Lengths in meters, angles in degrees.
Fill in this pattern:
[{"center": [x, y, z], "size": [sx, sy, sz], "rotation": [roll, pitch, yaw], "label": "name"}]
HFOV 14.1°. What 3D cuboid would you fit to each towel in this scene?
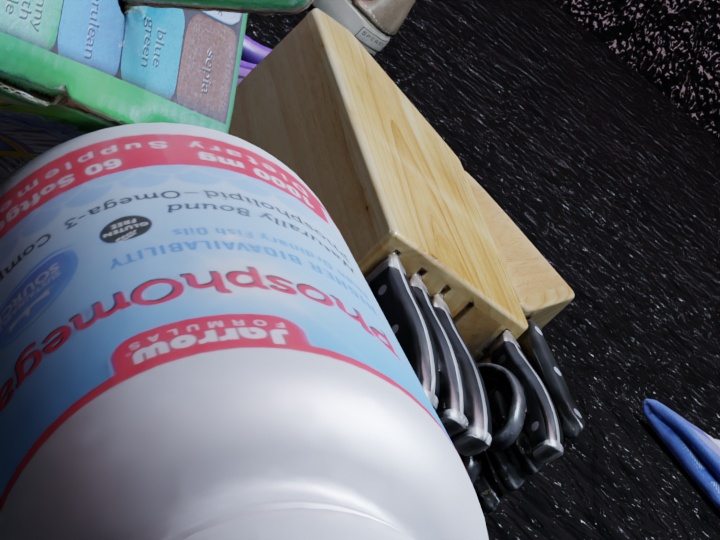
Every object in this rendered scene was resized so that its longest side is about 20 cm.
[{"center": [0.234, 0.138, 1.443], "size": [0.200, 0.024, 0.147], "rotation": [31, 13, -40], "label": "towel"}]

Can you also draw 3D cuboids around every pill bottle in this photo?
[{"center": [-0.033, 0.051, 0.645], "size": [0.109, 0.109, 0.200], "rotation": [35, 12, -25], "label": "pill bottle"}]

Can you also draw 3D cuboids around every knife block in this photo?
[{"center": [0.000, 0.000, 1.024], "size": [0.200, 0.064, 0.176], "rotation": [50, 18, 11], "label": "knife block"}]

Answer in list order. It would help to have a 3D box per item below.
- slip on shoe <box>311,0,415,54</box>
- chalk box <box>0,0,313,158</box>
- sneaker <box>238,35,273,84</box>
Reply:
[{"center": [-0.037, -0.218, 1.839], "size": [0.200, 0.061, 0.076], "rotation": [47, 13, 33], "label": "slip on shoe"}, {"center": [-0.102, -0.099, 0.732], "size": [0.200, 0.125, 0.124], "rotation": [3, -9, 28], "label": "chalk box"}, {"center": [-0.011, -0.039, 1.152], "size": [0.200, 0.083, 0.081], "rotation": [41, 11, -2], "label": "sneaker"}]
